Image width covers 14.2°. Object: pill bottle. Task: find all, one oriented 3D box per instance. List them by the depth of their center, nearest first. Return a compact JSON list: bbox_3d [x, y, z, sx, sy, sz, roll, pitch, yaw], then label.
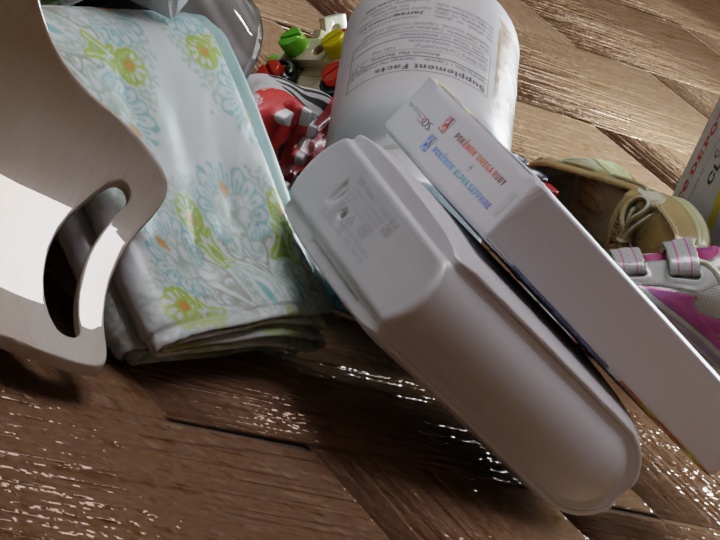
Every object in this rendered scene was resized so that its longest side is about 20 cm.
[{"bbox_3d":[0.036,-0.082,1.763,0.114,0.114,0.200,23,38,-12],"label":"pill bottle"}]

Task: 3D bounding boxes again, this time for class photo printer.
[{"bbox_3d":[0.060,0.035,1.506,0.200,0.069,0.166,44,5,-33],"label":"photo printer"}]

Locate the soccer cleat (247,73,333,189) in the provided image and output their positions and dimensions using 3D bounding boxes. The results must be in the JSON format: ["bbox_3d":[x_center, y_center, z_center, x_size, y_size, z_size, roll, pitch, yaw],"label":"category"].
[{"bbox_3d":[-0.064,-0.090,1.808,0.085,0.069,0.200,22,11,12],"label":"soccer cleat"}]

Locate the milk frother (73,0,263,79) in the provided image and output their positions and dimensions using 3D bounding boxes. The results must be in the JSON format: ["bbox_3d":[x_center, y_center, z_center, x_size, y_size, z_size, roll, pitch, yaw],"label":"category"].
[{"bbox_3d":[-0.189,-0.162,1.726,0.199,0.181,0.188,4,-33,25],"label":"milk frother"}]

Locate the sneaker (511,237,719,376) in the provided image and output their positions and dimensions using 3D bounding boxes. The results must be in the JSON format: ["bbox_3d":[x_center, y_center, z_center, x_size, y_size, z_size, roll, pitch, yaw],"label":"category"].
[{"bbox_3d":[0.187,0.014,1.830,0.199,0.088,0.081,22,16,-15],"label":"sneaker"}]

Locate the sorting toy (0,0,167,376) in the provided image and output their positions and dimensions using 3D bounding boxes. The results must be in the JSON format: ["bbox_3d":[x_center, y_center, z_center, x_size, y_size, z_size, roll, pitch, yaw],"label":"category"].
[{"bbox_3d":[-0.179,-0.038,1.341,0.180,0.107,0.201,31,53,-18],"label":"sorting toy"}]

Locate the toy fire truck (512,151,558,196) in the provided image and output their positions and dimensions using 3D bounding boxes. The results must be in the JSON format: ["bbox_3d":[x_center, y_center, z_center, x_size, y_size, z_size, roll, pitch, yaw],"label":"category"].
[{"bbox_3d":[0.053,-0.064,1.932,0.141,0.049,0.200,12,21,-37],"label":"toy fire truck"}]

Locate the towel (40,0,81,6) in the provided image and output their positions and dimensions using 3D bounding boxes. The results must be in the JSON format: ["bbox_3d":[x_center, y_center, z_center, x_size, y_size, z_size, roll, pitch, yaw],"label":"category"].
[{"bbox_3d":[-0.197,-0.196,1.579,0.200,0.023,0.153,-26,59,-25],"label":"towel"}]

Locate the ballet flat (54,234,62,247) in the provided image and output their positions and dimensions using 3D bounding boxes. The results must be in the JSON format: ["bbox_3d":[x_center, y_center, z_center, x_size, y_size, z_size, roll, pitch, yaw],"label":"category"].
[{"bbox_3d":[-0.137,-0.050,1.541,0.069,0.070,0.200,23,38,-12],"label":"ballet flat"}]

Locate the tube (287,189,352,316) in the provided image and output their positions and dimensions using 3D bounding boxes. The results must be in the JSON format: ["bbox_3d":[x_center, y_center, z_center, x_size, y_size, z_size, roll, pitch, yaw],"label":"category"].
[{"bbox_3d":[0.000,0.000,1.624,0.199,0.077,0.051,23,42,-23],"label":"tube"}]

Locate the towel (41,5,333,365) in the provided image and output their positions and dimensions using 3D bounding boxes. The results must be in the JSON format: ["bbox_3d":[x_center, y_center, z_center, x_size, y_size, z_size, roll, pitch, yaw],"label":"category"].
[{"bbox_3d":[-0.099,-0.046,1.480,0.171,0.048,0.201,-2,65,-60],"label":"towel"}]

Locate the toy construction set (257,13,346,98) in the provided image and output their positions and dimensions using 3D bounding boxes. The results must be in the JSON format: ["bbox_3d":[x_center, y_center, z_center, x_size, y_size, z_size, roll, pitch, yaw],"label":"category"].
[{"bbox_3d":[0.007,-0.148,1.944,0.092,0.131,0.200,45,-27,-21],"label":"toy construction set"}]

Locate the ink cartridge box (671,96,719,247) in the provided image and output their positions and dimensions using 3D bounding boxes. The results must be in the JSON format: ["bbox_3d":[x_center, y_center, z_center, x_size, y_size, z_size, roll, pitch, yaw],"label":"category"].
[{"bbox_3d":[0.282,-0.023,1.998,0.083,0.146,0.200,20,17,-17],"label":"ink cartridge box"}]

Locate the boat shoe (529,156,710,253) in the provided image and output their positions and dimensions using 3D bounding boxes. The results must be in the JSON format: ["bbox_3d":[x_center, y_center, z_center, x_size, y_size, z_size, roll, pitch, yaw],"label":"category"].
[{"bbox_3d":[0.176,-0.033,1.999,0.063,0.073,0.201,11,18,-24],"label":"boat shoe"}]

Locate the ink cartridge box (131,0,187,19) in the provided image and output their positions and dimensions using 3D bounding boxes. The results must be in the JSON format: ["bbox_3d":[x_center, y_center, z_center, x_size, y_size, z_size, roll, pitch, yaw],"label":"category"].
[{"bbox_3d":[-0.146,-0.240,1.550,0.199,0.084,0.145,26,54,15],"label":"ink cartridge box"}]

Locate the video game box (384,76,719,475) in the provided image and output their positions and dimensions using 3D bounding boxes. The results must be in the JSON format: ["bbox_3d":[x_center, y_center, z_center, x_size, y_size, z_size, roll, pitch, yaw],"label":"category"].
[{"bbox_3d":[0.111,0.001,1.544,0.200,0.047,0.182,46,5,-26],"label":"video game box"}]
